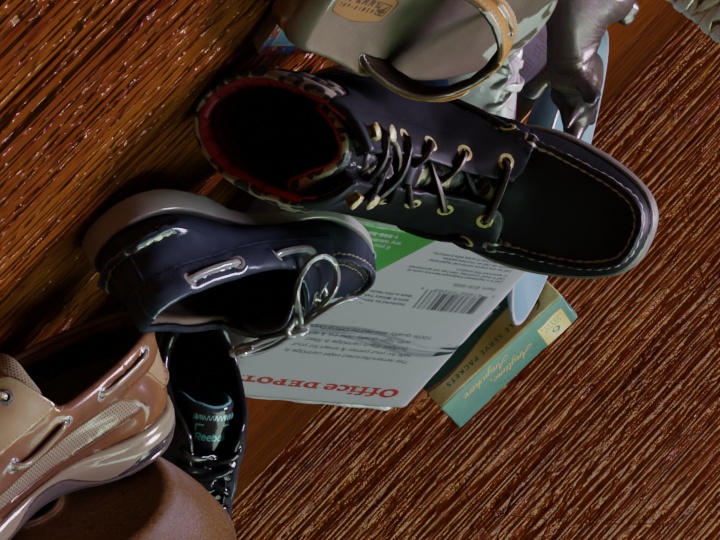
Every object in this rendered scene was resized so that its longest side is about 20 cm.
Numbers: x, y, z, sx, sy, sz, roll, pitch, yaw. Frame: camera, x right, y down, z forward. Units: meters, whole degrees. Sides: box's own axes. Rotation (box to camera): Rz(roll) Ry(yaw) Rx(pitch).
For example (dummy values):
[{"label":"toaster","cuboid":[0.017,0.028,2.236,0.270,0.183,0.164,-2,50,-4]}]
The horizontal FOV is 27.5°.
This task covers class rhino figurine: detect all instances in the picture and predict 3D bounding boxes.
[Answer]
[{"label":"rhino figurine","cuboid":[0.125,-0.161,0.814,0.087,0.059,0.203,-5,104,-72]}]

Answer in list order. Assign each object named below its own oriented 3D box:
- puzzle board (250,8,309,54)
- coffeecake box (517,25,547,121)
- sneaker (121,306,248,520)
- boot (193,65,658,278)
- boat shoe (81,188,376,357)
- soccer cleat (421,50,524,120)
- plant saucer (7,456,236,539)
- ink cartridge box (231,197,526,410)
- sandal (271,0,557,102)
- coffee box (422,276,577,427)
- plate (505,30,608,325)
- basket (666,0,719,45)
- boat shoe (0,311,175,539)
[{"label":"puzzle board","cuboid":[0.051,-0.158,0.681,0.151,0.017,0.199,-50,161,30]},{"label":"coffeecake box","cuboid":[0.093,-0.142,1.003,0.200,0.073,0.153,-48,175,17]},{"label":"sneaker","cuboid":[-0.100,0.106,0.796,0.075,0.203,0.079,-2,178,-31]},{"label":"boot","cuboid":[0.032,-0.042,0.689,0.153,0.201,0.074,-16,128,-69]},{"label":"boat shoe","cuboid":[-0.050,0.005,0.724,0.075,0.062,0.199,-38,157,21]},{"label":"soccer cleat","cuboid":[0.071,-0.132,0.853,0.070,0.086,0.200,-43,172,-28]},{"label":"plant saucer","cuboid":[-0.157,0.124,0.686,0.200,0.198,0.036,-38,129,-54]},{"label":"ink cartridge box","cuboid":[0.000,0.000,0.903,0.145,0.084,0.200,8,144,-24]},{"label":"sandal","cuboid":[0.035,-0.107,0.652,0.080,0.054,0.199,-49,161,25]},{"label":"coffee box","cuboid":[0.056,0.005,1.100,0.123,0.200,0.044,-41,144,2]},{"label":"plate","cuboid":[0.122,-0.064,0.964,0.200,0.025,0.203,17,90,-75]},{"label":"basket","cuboid":[0.259,-0.264,0.963,0.200,0.161,0.198,-47,175,24]},{"label":"boat shoe","cuboid":[-0.166,0.071,0.659,0.199,0.075,0.075,-28,130,-46]}]
